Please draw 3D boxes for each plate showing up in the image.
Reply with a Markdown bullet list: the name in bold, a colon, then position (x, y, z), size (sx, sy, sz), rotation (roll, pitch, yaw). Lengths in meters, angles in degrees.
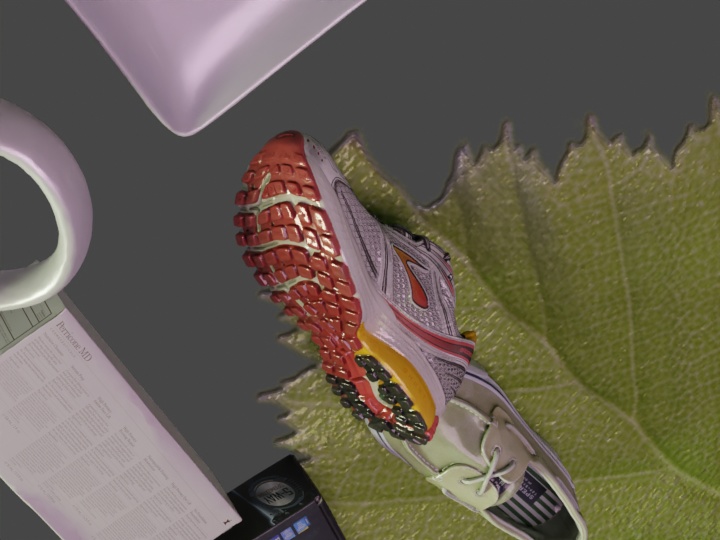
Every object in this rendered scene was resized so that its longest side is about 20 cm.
- **plate**: position (-0.058, -0.184, 0.924), size (0.200, 0.032, 0.200), rotation (-38, 135, 0)

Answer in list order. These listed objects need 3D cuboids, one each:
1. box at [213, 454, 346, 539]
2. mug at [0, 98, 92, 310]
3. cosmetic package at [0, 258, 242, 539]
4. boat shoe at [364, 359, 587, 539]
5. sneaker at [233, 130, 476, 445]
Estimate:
- **box**: position (-0.090, 0.219, 1.203), size (0.200, 0.044, 0.160), rotation (-31, 133, -7)
- **mug**: position (-0.209, -0.037, 0.846), size (0.199, 0.148, 0.176), rotation (10, 136, 4)
- **cosmetic package**: position (-0.145, 0.088, 1.065), size (0.082, 0.051, 0.200), rotation (-34, 134, -2)
- **boat shoe**: position (0.075, 0.108, 1.204), size (0.072, 0.062, 0.200), rotation (-47, 132, 8)
- **sneaker**: position (0.000, 0.000, 1.083), size (0.082, 0.078, 0.200), rotation (-52, 134, -27)
